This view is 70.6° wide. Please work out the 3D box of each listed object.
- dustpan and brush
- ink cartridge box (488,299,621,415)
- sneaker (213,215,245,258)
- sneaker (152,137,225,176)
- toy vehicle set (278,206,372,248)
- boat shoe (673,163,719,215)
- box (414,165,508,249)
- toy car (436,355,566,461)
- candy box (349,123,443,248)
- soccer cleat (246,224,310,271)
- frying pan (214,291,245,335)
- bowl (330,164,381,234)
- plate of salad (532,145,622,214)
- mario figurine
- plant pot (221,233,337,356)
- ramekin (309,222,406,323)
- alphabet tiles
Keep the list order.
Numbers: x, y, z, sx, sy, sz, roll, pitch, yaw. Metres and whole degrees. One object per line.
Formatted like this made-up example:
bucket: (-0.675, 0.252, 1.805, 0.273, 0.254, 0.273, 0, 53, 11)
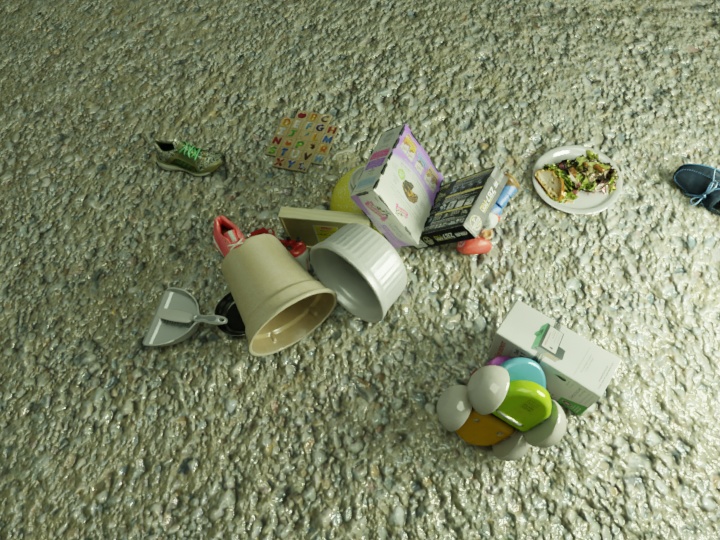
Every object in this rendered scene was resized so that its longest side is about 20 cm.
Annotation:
dustpan and brush: (-0.370, 0.104, 1.093, 0.199, 0.057, 0.140, 7, 63, 11)
ink cartridge box: (0.342, 0.159, 0.929, 0.199, 0.146, 0.084, 32, 71, 22)
sneaker: (-0.282, -0.045, 1.139, 0.073, 0.087, 0.200, -30, 60, -22)
sneaker: (-0.448, -0.299, 1.305, 0.198, 0.089, 0.077, 5, 62, 9)
toy vehicle set: (-0.070, -0.086, 1.124, 0.199, 0.124, 0.027, 6, 62, 10)
boat shoe: (0.767, -0.162, 1.085, 0.200, 0.084, 0.069, 35, 59, 25)
box: (0.200, -0.129, 1.086, 0.049, 0.200, 0.162, 39, 67, -21)
toy car: (0.246, 0.223, 0.886, 0.174, 0.200, 0.150, 32, 46, -9)
candy box: (0.083, -0.177, 1.082, 0.071, 0.168, 0.201, -8, 47, 42)
soccer cleat: (-0.188, -0.045, 1.151, 0.199, 0.086, 0.069, 17, 46, 40)
frying pan: (-0.235, 0.064, 1.115, 0.115, 0.031, 0.190, 33, 67, 22)
bowl: (0.021, -0.177, 1.172, 0.199, 0.108, 0.201, -3, 62, 5)
plate of salad: (0.500, -0.218, 1.169, 0.199, 0.048, 0.201, -3, 61, 5)
mario figurine: (0.261, -0.126, 1.105, 0.106, 0.124, 0.201, 25, 73, 22)
plant pot: (-0.178, 0.037, 1.017, 0.200, 0.201, 0.184, -33, 68, -11)
ramekin: (0.000, 0.000, 1.032, 0.200, 0.201, 0.098, 35, 64, 23)
alphabet tiles: (-0.153, -0.343, 1.340, 0.165, 0.006, 0.201, 13, 64, 14)
